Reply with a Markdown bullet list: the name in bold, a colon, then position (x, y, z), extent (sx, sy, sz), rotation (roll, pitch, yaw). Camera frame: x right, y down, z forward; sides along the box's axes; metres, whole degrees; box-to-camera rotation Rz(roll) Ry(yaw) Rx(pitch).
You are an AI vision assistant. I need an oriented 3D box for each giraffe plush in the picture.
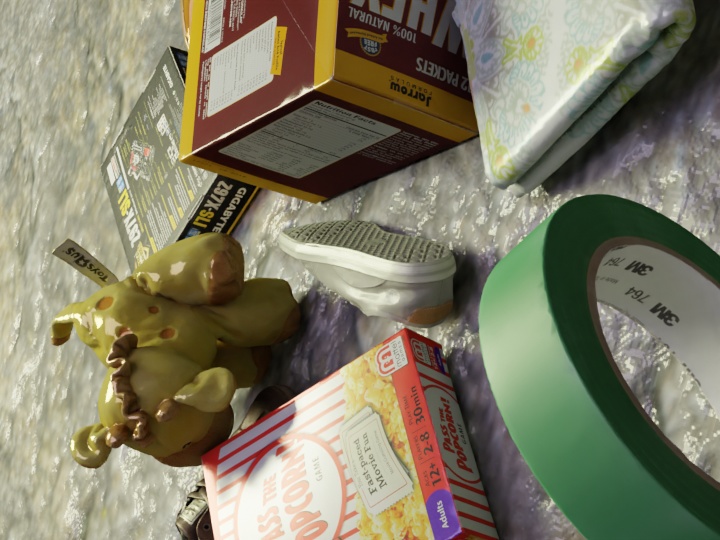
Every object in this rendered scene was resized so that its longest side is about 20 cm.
- **giraffe plush**: position (-0.142, 0.075, 0.977), extent (0.173, 0.199, 0.163), rotation (-51, 34, 27)

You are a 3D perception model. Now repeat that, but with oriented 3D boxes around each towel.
- **towel**: position (0.128, -0.164, 0.813), extent (0.200, 0.048, 0.172), rotation (-49, 43, 51)

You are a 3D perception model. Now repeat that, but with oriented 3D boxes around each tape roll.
- **tape roll**: position (0.146, 0.057, 0.607), extent (0.048, 0.200, 0.201), rotation (-45, 45, 36)

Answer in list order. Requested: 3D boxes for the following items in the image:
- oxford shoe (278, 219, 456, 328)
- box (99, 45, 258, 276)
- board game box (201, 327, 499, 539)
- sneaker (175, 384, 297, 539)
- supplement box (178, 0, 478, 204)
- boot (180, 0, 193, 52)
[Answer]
- **oxford shoe**: position (0.000, 0.000, 0.943), extent (0.200, 0.075, 0.058), rotation (20, 122, 55)
- **box**: position (-0.176, -0.090, 1.224), extent (0.160, 0.049, 0.200), rotation (-56, 40, 29)
- **board game box**: position (-0.014, 0.154, 0.882), extent (0.200, 0.046, 0.152), rotation (-34, 52, 26)
- **sneaker**: position (-0.099, 0.183, 0.998), extent (0.070, 0.075, 0.201), rotation (13, 89, 54)
- **supplement box**: position (-0.023, -0.182, 0.977), extent (0.200, 0.132, 0.198), rotation (-18, 63, 49)
- **boot**: position (-0.092, -0.286, 1.160), extent (0.144, 0.071, 0.202), rotation (-15, 61, 53)
